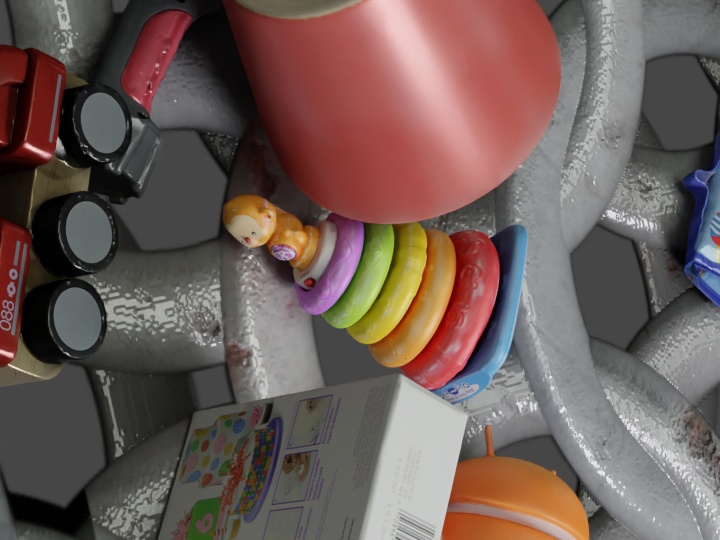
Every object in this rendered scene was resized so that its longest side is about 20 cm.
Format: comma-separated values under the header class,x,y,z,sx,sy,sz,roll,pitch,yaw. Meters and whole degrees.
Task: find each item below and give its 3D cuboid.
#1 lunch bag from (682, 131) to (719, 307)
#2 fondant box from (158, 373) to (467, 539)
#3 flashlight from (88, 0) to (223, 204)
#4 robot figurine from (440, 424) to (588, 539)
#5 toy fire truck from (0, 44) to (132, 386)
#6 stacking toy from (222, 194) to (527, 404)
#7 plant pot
class,x,y,z,sx,sy,sz,roll,pitch,yaw
lunch bag,0.329,-0.026,1.676,0.199,0.094,0.151,30,63,-18
fondant box,-0.037,0.147,1.239,0.058,0.199,0.145,30,63,-33
flashlight,-0.120,-0.135,1.318,0.068,0.067,0.201,37,58,-32
robot figurine,0.084,0.207,1.387,0.143,0.117,0.201,15,68,0
toy fire truck,-0.244,-0.042,1.173,0.199,0.128,0.177,24,66,-45
stacking toy,0.000,0.000,1.380,0.199,0.116,0.110,24,63,-22
plant pot,0.005,-0.157,1.304,0.178,0.199,0.201,56,46,-53
